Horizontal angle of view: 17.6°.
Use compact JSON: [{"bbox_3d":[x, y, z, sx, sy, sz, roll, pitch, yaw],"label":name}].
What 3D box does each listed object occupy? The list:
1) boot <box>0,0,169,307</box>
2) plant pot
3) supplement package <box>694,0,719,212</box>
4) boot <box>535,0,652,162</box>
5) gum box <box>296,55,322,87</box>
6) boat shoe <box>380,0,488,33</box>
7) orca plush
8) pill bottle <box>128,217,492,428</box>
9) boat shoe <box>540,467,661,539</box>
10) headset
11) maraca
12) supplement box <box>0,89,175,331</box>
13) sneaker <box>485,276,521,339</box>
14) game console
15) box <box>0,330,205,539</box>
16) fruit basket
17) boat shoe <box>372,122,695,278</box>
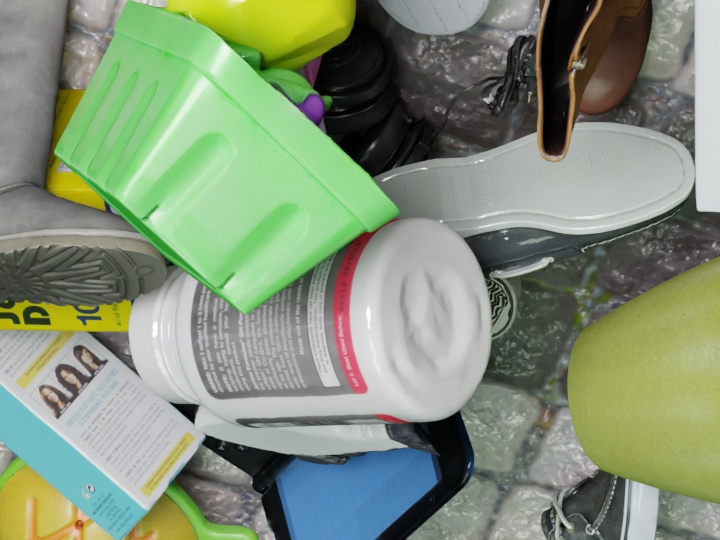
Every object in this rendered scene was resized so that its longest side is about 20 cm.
[{"bbox_3d":[-0.185,-0.081,1.339,0.180,0.201,0.073,2,149,11],"label":"boot"},{"bbox_3d":[0.232,0.067,1.388,0.199,0.188,0.188,-10,126,35],"label":"plant pot"},{"bbox_3d":[0.259,-0.140,1.248,0.154,0.111,0.201,2,127,11],"label":"supplement package"},{"bbox_3d":[0.124,-0.120,1.236,0.068,0.201,0.189,12,129,2],"label":"boot"},{"bbox_3d":[-0.061,-0.203,1.269,0.066,0.114,0.201,-1,127,13],"label":"gum box"},{"bbox_3d":[0.029,-0.213,1.263,0.071,0.071,0.201,-8,143,11],"label":"boat shoe"},{"bbox_3d":[-0.026,0.068,1.420,0.105,0.072,0.200,25,162,-24],"label":"orca plush"},{"bbox_3d":[-0.034,0.032,1.306,0.199,0.111,0.111,-5,128,40],"label":"pill bottle"},{"bbox_3d":[0.154,0.175,1.539,0.070,0.072,0.201,10,131,0],"label":"boat shoe"},{"bbox_3d":[0.007,-0.100,1.377,0.199,0.094,0.124,-3,133,34],"label":"headset"},{"bbox_3d":[-0.159,0.187,1.596,0.199,0.107,0.137,27,127,-9],"label":"maraca"},{"bbox_3d":[-0.198,-0.037,1.431,0.198,0.110,0.110,0,127,13],"label":"supplement box"},{"bbox_3d":[0.000,0.000,1.427,0.198,0.085,0.073,9,115,5],"label":"sneaker"},{"bbox_3d":[-0.040,0.100,1.496,0.170,0.119,0.200,34,126,-14],"label":"game console"},{"bbox_3d":[-0.203,0.078,1.510,0.200,0.082,0.049,41,134,-2],"label":"box"},{"bbox_3d":[-0.052,-0.101,1.181,0.215,0.216,0.155,-34,115,32],"label":"fruit basket"},{"bbox_3d":[0.095,-0.035,1.335,0.198,0.076,0.060,-5,146,14],"label":"boat shoe"}]
